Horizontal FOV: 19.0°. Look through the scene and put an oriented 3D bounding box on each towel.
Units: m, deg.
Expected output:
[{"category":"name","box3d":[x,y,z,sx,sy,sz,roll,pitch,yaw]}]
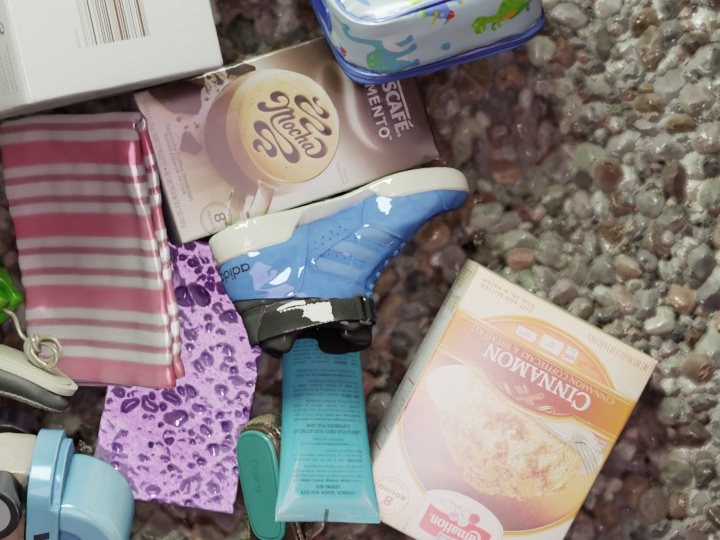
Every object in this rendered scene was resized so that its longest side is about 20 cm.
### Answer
[{"category":"towel","box3d":[-0.196,-0.013,1.542,0.146,0.030,0.201,-1,100,39]}]

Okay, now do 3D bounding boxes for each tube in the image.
[{"category":"tube","box3d":[-0.027,0.084,1.564,0.077,0.050,0.201,1,72,-10]}]

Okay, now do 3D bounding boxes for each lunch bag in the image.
[{"category":"lunch bag","box3d":[0.030,-0.228,1.514,0.160,0.083,0.200,-18,51,-9]}]

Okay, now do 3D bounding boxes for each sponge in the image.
[{"category":"sponge","box3d":[-0.131,0.077,1.602,0.111,0.030,0.201,10,93,-4]}]

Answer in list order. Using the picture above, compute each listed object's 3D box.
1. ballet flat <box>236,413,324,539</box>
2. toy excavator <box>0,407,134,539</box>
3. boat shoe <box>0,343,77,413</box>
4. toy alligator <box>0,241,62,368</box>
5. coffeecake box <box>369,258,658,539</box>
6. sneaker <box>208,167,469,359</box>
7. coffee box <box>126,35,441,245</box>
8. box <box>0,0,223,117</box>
[{"category":"ballet flat","box3d":[-0.053,0.204,1.598,0.068,0.075,0.201,3,96,37]},{"category":"toy excavator","box3d":[-0.188,0.208,1.564,0.199,0.100,0.195,6,121,1]},{"category":"boat shoe","box3d":[-0.299,0.076,1.558,0.199,0.072,0.068,14,92,14]},{"category":"toy alligator","box3d":[-0.280,0.000,1.562,0.200,0.054,0.059,43,99,11]},{"category":"coffeecake box","box3d":[0.103,0.116,1.599,0.153,0.073,0.201,27,93,-6]},{"category":"sneaker","box3d":[-0.001,0.000,1.533,0.199,0.077,0.112,-17,84,-25]},{"category":"coffee box","box3d":[-0.056,-0.102,1.556,0.199,0.080,0.114,-19,94,-10]},{"category":"box","box3d":[-0.215,-0.165,1.471,0.152,0.200,0.107,-16,96,-34]}]
